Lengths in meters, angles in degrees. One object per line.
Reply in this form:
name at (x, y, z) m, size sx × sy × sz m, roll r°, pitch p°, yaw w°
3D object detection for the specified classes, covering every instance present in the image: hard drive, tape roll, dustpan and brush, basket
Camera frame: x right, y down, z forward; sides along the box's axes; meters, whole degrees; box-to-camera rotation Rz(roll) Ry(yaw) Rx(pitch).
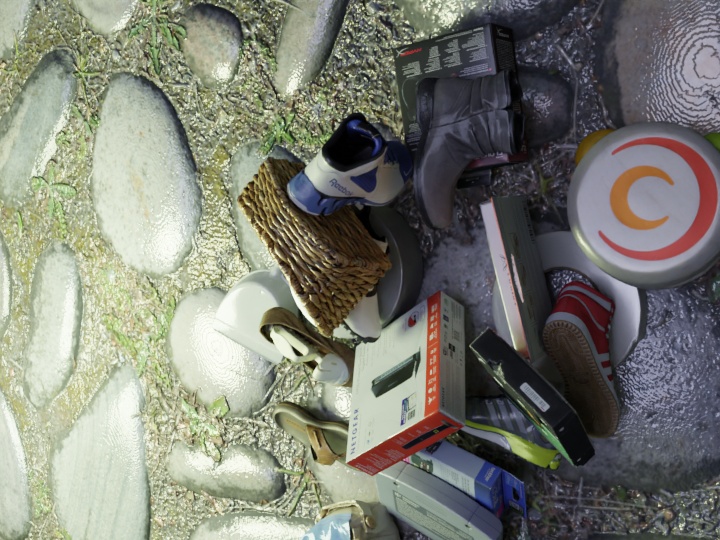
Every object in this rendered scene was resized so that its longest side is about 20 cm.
hard drive at (0.208, 0.155, 1.079) m, size 0.038 × 0.200 × 0.140 m, roll -42°, pitch 57°, yaw -2°
tape roll at (-0.010, -0.004, 1.335) m, size 0.200 × 0.066 × 0.201 m, roll 4°, pitch 98°, yaw 32°
tape roll at (0.269, 0.047, 1.183) m, size 0.202 × 0.037 × 0.203 m, roll 4°, pitch 98°, yaw 32°
dustpan and brush at (-0.145, 0.030, 1.440) m, size 0.139 × 0.057 × 0.200 m, roll 27°, pitch 117°, yaw 14°
basket at (-0.087, -0.027, 1.178) m, size 0.149 × 0.143 × 0.200 m, roll -48°, pitch 61°, yaw 25°

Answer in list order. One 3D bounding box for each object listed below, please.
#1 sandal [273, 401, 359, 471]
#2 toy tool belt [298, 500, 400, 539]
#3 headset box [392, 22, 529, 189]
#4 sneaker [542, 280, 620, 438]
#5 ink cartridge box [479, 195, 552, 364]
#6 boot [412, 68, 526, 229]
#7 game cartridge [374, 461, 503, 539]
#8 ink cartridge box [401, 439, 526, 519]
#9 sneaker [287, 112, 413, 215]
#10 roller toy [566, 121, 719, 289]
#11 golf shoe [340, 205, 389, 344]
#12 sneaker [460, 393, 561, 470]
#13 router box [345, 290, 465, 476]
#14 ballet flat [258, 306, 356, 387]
sandal at (-0.064, 0.261, 1.396) m, size 0.200 × 0.055 × 0.082 m, roll 22°, pitch 132°, yaw 29°
toy tool belt at (-0.044, 0.425, 1.379) m, size 0.200 × 0.123 × 0.125 m, roll -34°, pitch 78°, yaw 31°
headset box at (0.134, -0.210, 1.211) m, size 0.148 × 0.075 × 0.200 m, roll -7°, pitch 92°, yaw 33°
sneaker at (0.284, 0.106, 1.130) m, size 0.071 × 0.113 × 0.200 m, roll -5°, pitch 125°, yaw 30°
ink cartridge box at (0.186, 0.010, 1.104) m, size 0.043 × 0.174 × 0.200 m, roll -14°, pitch 88°, yaw 24°
boot at (0.137, -0.147, 1.135) m, size 0.131 × 0.070 × 0.200 m, roll 3°, pitch 103°, yaw 27°
game cartridge at (0.111, 0.341, 1.282) m, size 0.200 × 0.042 × 0.133 m, roll 25°, pitch 142°, yaw 27°
ink cartridge box at (0.133, 0.286, 1.262) m, size 0.200 × 0.042 × 0.119 m, roll 21°, pitch 147°, yaw 26°
sneaker at (0.010, -0.138, 1.138) m, size 0.081 × 0.199 × 0.115 m, roll 53°, pitch 133°, yaw 14°
roller toy at (0.337, -0.071, 1.057) m, size 0.200 × 0.140 × 0.183 m, roll 11°, pitch 89°, yaw 22°
golf shoe at (0.000, 0.000, 1.246) m, size 0.094 × 0.078 × 0.200 m, roll -21°, pitch 86°, yaw 32°
sneaker at (0.188, 0.189, 1.226) m, size 0.200 × 0.074 × 0.081 m, roll 24°, pitch 97°, yaw 5°
router box at (0.062, 0.153, 1.230) m, size 0.179 × 0.049 × 0.200 m, roll -37°, pitch 33°, yaw 35°
ballet flat at (-0.071, 0.125, 1.363) m, size 0.200 × 0.072 × 0.068 m, roll 35°, pitch 119°, yaw 9°
